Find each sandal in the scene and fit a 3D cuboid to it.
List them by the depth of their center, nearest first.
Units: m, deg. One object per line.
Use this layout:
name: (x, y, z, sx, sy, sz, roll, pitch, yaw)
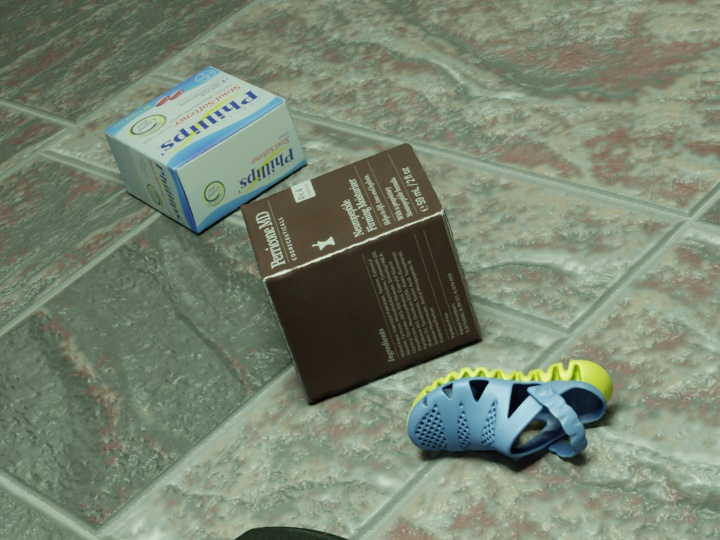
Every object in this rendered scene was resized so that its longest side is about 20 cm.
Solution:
sandal: (0.138, 0.139, 1.490, 0.198, 0.080, 0.088, -11, 37, 15)

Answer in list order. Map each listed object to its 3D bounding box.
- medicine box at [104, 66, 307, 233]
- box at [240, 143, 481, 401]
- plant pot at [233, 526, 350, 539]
medicine box: (-0.203, -0.161, 2.074, 0.181, 0.104, 0.199, -34, 35, -22)
box: (0.000, 0.000, 1.677, 0.198, 0.165, 0.166, -20, 33, -2)
plant pot: (-0.077, 0.315, 1.248, 0.198, 0.202, 0.177, -31, 24, -18)
